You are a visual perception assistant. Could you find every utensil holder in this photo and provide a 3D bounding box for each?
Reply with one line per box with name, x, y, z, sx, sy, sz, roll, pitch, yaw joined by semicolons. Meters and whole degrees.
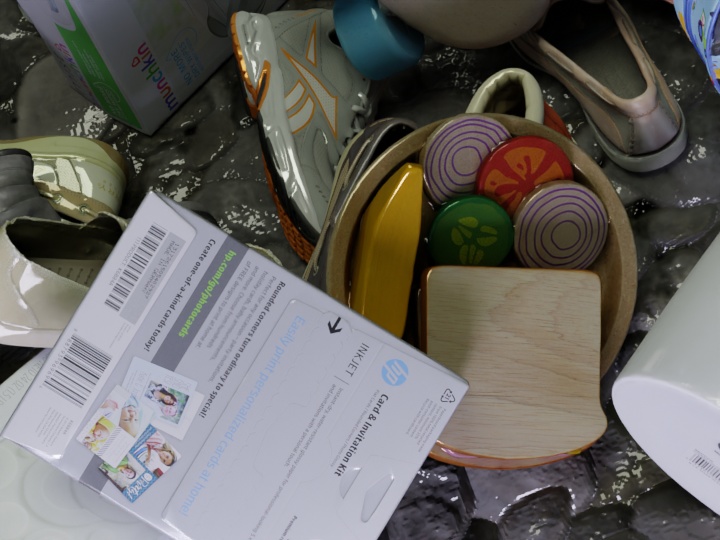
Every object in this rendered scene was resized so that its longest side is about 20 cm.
utensil holder;0.253;0.031;1.282;0.170;0.170;0.200;28;70;33

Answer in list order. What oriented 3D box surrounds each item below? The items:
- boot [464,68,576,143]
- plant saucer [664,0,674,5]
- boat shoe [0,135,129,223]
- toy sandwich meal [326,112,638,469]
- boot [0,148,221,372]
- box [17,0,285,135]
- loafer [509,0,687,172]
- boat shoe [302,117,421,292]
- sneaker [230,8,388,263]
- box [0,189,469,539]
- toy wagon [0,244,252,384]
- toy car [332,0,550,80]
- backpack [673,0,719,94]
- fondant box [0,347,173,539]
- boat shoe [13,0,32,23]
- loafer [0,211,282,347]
boot;0.071;-0.022;1.425;0.075;0.107;0.200;9;62;21
plant saucer;0.214;-0.260;1.587;0.200;0.037;0.200;33;72;34
boat shoe;-0.252;-0.045;1.579;0.201;0.073;0.063;0;51;11
toy sandwich meal;0.074;0.012;1.353;0.205;0.205;0.070;-39;12;-9
boot;-0.193;-0.028;1.490;0.200;0.070;0.132;-23;56;1
box;-0.143;-0.224;1.584;0.097;0.200;0.176;32;70;34
loafer;0.141;-0.147;1.514;0.072;0.063;0.200;-30;52;-4
boat shoe;0.000;0.000;1.425;0.074;0.073;0.200;9;75;-2
sneaker;-0.021;-0.094;1.533;0.092;0.076;0.200;-13;58;-6
box;-0.066;0.073;1.293;0.200;0.041;0.156;31;91;-1
toy wagon;-0.146;0.044;1.497;0.200;0.040;0.155;-22;52;3
toy car;0.049;-0.255;1.507;0.184;0.177;0.200;-24;43;27
backpack;0.271;-0.181;1.429;0.200;0.183;0.135;-44;44;1
fondant box;-0.138;0.141;1.363;0.200;0.058;0.144;37;59;18
boat shoe;-0.220;-0.269;1.732;0.076;0.060;0.200;-13;53;11
loafer;-0.129;0.006;1.394;0.200;0.068;0.076;-1;46;-22
